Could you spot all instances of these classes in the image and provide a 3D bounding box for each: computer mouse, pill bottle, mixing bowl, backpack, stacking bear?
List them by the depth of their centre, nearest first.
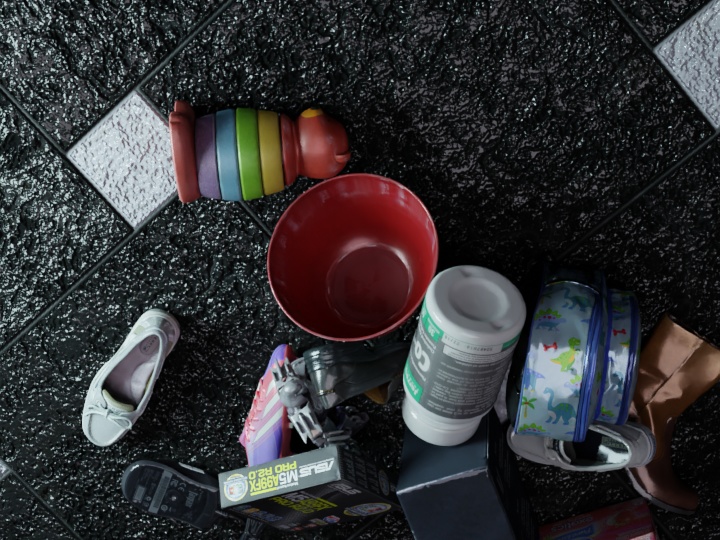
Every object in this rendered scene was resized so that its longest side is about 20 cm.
[{"bbox_3d":[0.110,0.100,1.534,0.112,0.114,0.201,13,134,0],"label":"pill bottle"},{"bbox_3d":[0.245,0.099,1.554,0.146,0.200,0.184,8,110,11],"label":"backpack"},{"bbox_3d":[-0.111,-0.140,1.562,0.198,0.122,0.115,-5,107,-2],"label":"stacking bear"},{"bbox_3d":[0.000,0.000,1.576,0.198,0.108,0.202,-4,70,10],"label":"mixing bowl"},{"bbox_3d":[-0.218,0.317,1.761,0.199,0.046,0.141,16,110,-5],"label":"computer mouse"}]

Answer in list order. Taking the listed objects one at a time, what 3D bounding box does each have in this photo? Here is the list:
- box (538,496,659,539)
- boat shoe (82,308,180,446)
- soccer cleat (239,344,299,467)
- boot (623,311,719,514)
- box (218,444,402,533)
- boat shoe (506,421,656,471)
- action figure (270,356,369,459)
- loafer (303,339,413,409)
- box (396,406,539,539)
[{"bbox_3d":[0.283,0.374,1.711,0.199,0.096,0.100,-18,106,11],"label":"box"},{"bbox_3d":[-0.291,0.141,1.693,0.074,0.065,0.202,33,109,-7],"label":"boat shoe"},{"bbox_3d":[-0.116,0.186,1.698,0.076,0.067,0.201,7,112,7],"label":"soccer cleat"},{"bbox_3d":[0.387,0.177,1.660,0.188,0.068,0.200,39,103,4],"label":"boot"},{"bbox_3d":[-0.056,0.267,1.643,0.159,0.200,0.045,-15,66,18],"label":"box"},{"bbox_3d":[0.251,0.202,1.627,0.199,0.065,0.074,-6,89,40],"label":"boat shoe"},{"bbox_3d":[-0.047,0.170,1.622,0.069,0.131,0.200,-22,146,9],"label":"action figure"},{"bbox_3d":[0.019,0.123,1.611,0.073,0.199,0.073,-22,73,51],"label":"loafer"},{"bbox_3d":[0.134,0.287,1.640,0.117,0.197,0.201,-18,107,12],"label":"box"}]
